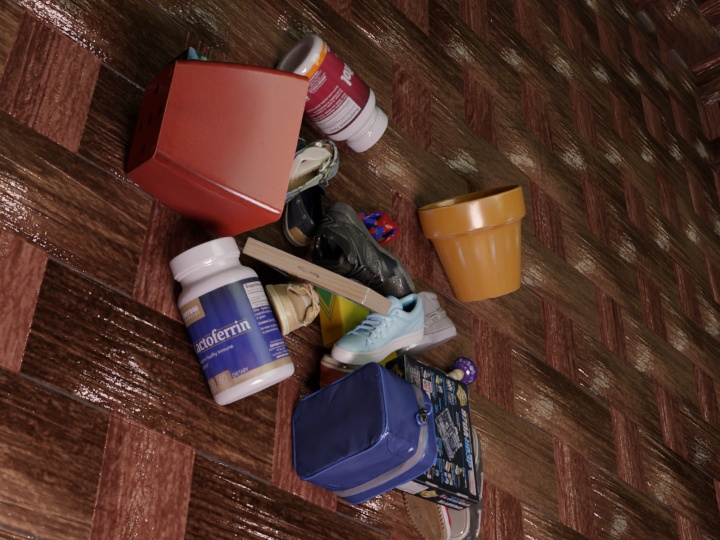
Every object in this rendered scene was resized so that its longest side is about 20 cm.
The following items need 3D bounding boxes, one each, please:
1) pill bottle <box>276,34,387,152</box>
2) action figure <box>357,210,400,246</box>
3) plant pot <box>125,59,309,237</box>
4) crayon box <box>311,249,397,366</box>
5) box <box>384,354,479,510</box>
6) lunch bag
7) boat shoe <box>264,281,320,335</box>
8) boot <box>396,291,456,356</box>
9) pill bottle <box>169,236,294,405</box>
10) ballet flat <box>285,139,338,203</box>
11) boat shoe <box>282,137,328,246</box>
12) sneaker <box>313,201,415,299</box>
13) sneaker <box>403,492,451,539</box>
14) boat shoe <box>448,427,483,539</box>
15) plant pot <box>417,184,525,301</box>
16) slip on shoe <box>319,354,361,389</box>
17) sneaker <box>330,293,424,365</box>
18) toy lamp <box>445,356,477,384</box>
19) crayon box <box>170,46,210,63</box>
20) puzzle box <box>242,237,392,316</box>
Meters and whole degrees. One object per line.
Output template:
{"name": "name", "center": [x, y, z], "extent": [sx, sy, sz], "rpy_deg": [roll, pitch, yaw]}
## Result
{"name": "pill bottle", "center": [-0.048, -0.301, 1.717], "extent": [0.200, 0.112, 0.114], "rpy_deg": [40, 41, -30]}
{"name": "action figure", "center": [0.021, -0.071, 1.699], "extent": [0.065, 0.052, 0.200], "rpy_deg": [44, 19, 14]}
{"name": "plant pot", "center": [-0.205, -0.175, 1.340], "extent": [0.174, 0.199, 0.203], "rpy_deg": [17, 76, -28]}
{"name": "crayon box", "center": [-0.009, 0.063, 1.587], "extent": [0.126, 0.050, 0.203], "rpy_deg": [20, 53, -45]}
{"name": "box", "center": [0.108, 0.246, 1.508], "extent": [0.158, 0.046, 0.202], "rpy_deg": [27, 47, -39]}
{"name": "lunch bag", "center": [0.016, 0.228, 1.384], "extent": [0.132, 0.199, 0.137], "rpy_deg": [34, 39, -38]}
{"name": "boat shoe", "center": [-0.091, 0.045, 1.393], "extent": [0.200, 0.066, 0.075], "rpy_deg": [-126, -163, -87]}
{"name": "boot", "center": [0.092, 0.091, 1.696], "extent": [0.096, 0.073, 0.199], "rpy_deg": [62, 26, 9]}
{"name": "pill bottle", "center": [-0.174, 0.065, 1.315], "extent": [0.115, 0.115, 0.202], "rpy_deg": [-14, 79, -55]}
{"name": "ballet flat", "center": [-0.112, -0.148, 1.517], "extent": [0.199, 0.074, 0.075], "rpy_deg": [-34, 96, -32]}
{"name": "boat shoe", "center": [-0.088, -0.134, 1.602], "extent": [0.074, 0.062, 0.202], "rpy_deg": [28, 47, -37]}
{"name": "sneaker", "center": [0.000, 0.000, 1.534], "extent": [0.200, 0.076, 0.115], "rpy_deg": [49, 41, -16]}
{"name": "sneaker", "center": [0.112, 0.322, 1.561], "extent": [0.112, 0.071, 0.202], "rpy_deg": [-11, 76, -51]}
{"name": "boat shoe", "center": [0.169, 0.356, 1.626], "extent": [0.057, 0.066, 0.202], "rpy_deg": [51, 38, -44]}
{"name": "plant pot", "center": [0.222, -0.047, 1.856], "extent": [0.199, 0.198, 0.186], "rpy_deg": [-23, 101, -55]}
{"name": "slip on shoe", "center": [0.003, 0.173, 1.530], "extent": [0.199, 0.073, 0.062], "rpy_deg": [18, 89, -53]}
{"name": "sneaker", "center": [0.026, 0.080, 1.487], "extent": [0.199, 0.073, 0.083], "rpy_deg": [-21, 118, -52]}
{"name": "toy lamp", "center": [0.132, 0.196, 1.684], "extent": [0.199, 0.058, 0.059], "rpy_deg": [-18, 82, -58]}
{"name": "crayon box", "center": [-0.204, -0.237, 1.526], "extent": [0.199, 0.051, 0.127], "rpy_deg": [29, 47, -40]}
{"name": "puzzle box", "center": [-0.060, 0.010, 1.425], "extent": [0.026, 0.198, 0.133], "rpy_deg": [-66, 160, -2]}
